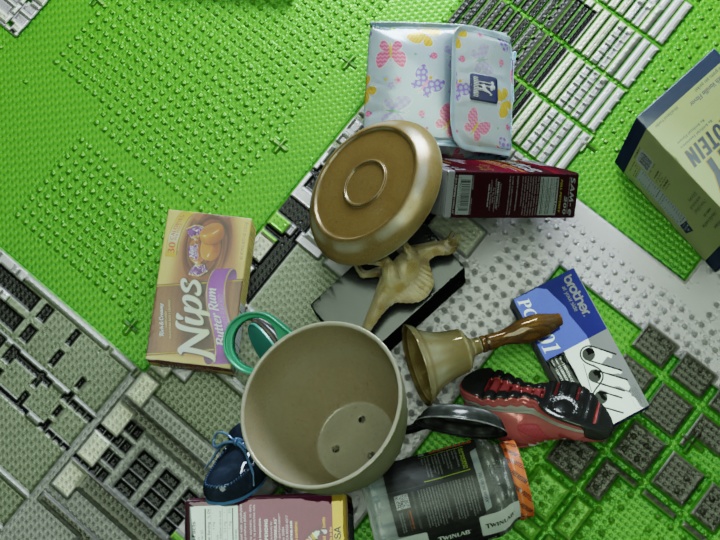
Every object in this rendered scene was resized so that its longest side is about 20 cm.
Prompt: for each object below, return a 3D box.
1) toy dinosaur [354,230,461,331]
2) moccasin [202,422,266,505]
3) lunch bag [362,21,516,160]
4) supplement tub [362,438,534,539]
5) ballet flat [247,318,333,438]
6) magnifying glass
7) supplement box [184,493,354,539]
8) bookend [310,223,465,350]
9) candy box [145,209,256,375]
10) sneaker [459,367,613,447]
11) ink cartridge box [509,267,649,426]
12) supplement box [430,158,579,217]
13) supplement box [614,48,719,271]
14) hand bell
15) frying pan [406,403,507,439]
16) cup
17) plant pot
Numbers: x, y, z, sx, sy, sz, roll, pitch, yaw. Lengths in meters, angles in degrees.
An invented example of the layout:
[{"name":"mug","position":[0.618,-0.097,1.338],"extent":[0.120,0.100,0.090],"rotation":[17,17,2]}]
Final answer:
[{"name":"toy dinosaur","position":[0.038,0.007,1.659],"extent":[0.101,0.058,0.200],"rotation":[42,85,12]},{"name":"moccasin","position":[-0.143,0.216,1.655],"extent":[0.079,0.200,0.069],"rotation":[1,112,18]},{"name":"lunch bag","position":[0.104,-0.234,1.772],"extent":[0.197,0.127,0.172],"rotation":[4,84,1]},{"name":"supplement tub","position":[0.107,0.281,1.658],"extent":[0.197,0.123,0.124],"rotation":[-15,77,0]},{"name":"ballet flat","position":[-0.071,0.140,1.733],"extent":[0.073,0.073,0.201],"rotation":[-32,72,-4]},{"name":"magnifying glass","position":[-0.081,0.101,1.682],"extent":[0.197,0.022,0.081],"rotation":[10,88,17]},{"name":"supplement box","position":[-0.108,0.330,1.654],"extent":[0.197,0.131,0.105],"rotation":[-3,78,3]},{"name":"bookend","position":[0.000,0.000,1.742],"extent":[0.200,0.092,0.199],"rotation":[-42,77,-5]},{"name":"candy box","position":[-0.208,0.029,1.765],"extent":[0.115,0.057,0.203],"rotation":[7,77,4]},{"name":"sneaker","position":[0.221,0.185,1.688],"extent":[0.198,0.088,0.074],"rotation":[13,38,21]},{"name":"ink cartridge box","position":[0.279,0.109,1.727],"extent":[0.093,0.044,0.202],"rotation":[-26,77,-5]},{"name":"supplement box","position":[0.165,-0.105,1.701],"extent":[0.198,0.109,0.062],"rotation":[-1,103,-29]},{"name":"supplement box","position":[0.446,-0.132,1.691],"extent":[0.134,0.200,0.200],"rotation":[-40,80,-5]},{"name":"hand bell","position":[0.160,0.088,1.685],"extent":[0.197,0.104,0.105],"rotation":[-18,77,-11]},{"name":"frying pan","position":[0.109,0.194,1.679],"extent":[0.114,0.190,0.031],"rotation":[16,73,-22]},{"name":"cup","position":[-0.025,0.181,1.592],"extent":[0.197,0.143,0.203],"rotation":[-8,63,16]},{"name":"plant pot","position":[0.011,-0.103,1.658],"extent":[0.198,0.027,0.202],"rotation":[-20,54,29]}]
